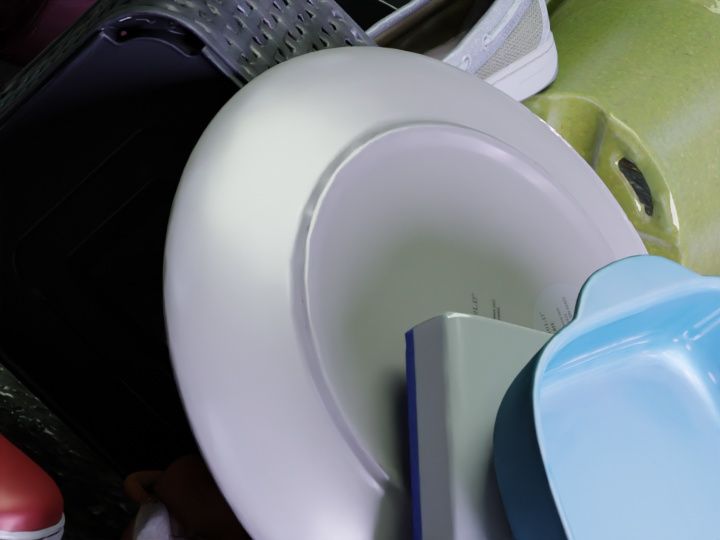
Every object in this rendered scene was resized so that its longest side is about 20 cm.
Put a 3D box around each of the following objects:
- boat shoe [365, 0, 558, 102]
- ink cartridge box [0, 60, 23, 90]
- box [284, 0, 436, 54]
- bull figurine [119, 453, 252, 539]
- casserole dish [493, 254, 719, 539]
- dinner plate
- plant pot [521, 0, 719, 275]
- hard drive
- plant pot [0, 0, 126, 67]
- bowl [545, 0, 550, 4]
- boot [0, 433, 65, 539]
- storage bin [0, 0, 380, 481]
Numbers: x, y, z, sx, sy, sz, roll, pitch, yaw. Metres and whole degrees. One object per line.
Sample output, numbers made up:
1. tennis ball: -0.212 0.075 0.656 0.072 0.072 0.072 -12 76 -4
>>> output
1. boat shoe: 0.016 -0.089 1.199 0.074 0.065 0.202 14 31 41
2. ink cartridge box: -0.122 -0.066 1.181 0.161 0.050 0.200 27 12 -47
3. box: -0.052 -0.118 1.359 0.199 0.125 0.148 29 15 13
4. bull figurine: 0.005 0.125 0.801 0.199 0.065 0.121 29 18 8
5. casserole dish: 0.099 0.095 0.745 0.121 0.039 0.201 -17 82 -42
6. dinner plate: 0.031 0.022 0.800 0.199 0.024 0.201 18 60 -33
7. plant pot: 0.128 -0.044 1.337 0.200 0.201 0.184 31 29 16
8. hard drive: 0.073 0.121 0.756 0.131 0.025 0.201 14 63 -35
9. plant pot: -0.149 -0.190 1.037 0.178 0.201 0.200 17 18 -21
10. bowl: 0.029 -0.127 1.483 0.200 0.201 0.091 19 57 -22
11. boot: -0.156 -0.006 0.823 0.200 0.145 0.072 32 16 17
12. storage bin: -0.032 0.001 0.885 0.200 0.135 0.094 45 27 -11
